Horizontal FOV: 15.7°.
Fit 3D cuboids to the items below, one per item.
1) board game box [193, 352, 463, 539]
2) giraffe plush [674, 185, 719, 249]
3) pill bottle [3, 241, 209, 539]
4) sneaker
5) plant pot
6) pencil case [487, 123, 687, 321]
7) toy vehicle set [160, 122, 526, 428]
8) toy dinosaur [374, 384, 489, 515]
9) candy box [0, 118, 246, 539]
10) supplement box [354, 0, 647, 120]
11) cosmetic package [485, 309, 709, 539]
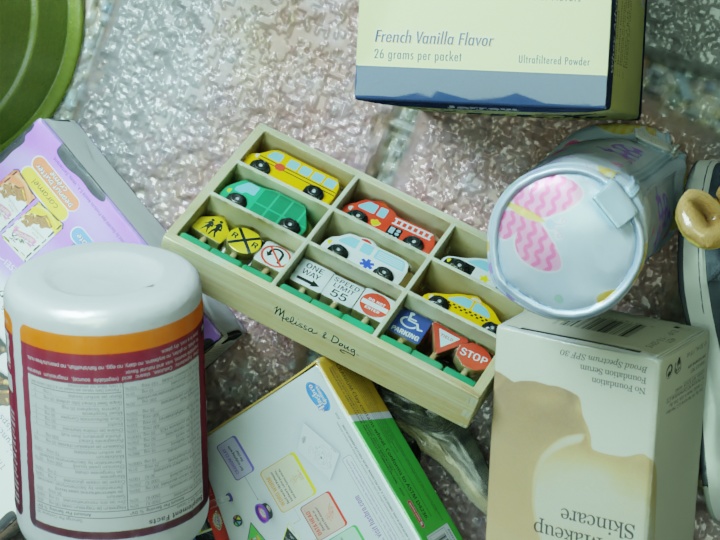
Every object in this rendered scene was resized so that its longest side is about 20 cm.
[{"bbox_3d":[-0.048,0.157,1.500,0.199,0.040,0.154,-32,85,30],"label":"board game box"},{"bbox_3d":[0.261,-0.011,1.359,0.200,0.172,0.162,-45,65,7],"label":"giraffe plush"},{"bbox_3d":[-0.138,0.095,1.443,0.109,0.110,0.201,4,112,11],"label":"pill bottle"},{"bbox_3d":[0.254,0.033,1.446,0.145,0.077,0.204,-6,98,20],"label":"sneaker"},{"bbox_3d":[-0.280,-0.150,1.494,0.199,0.190,0.202,0,93,11],"label":"plant pot"},{"bbox_3d":[0.127,-0.030,1.416,0.090,0.200,0.084,-22,94,18],"label":"pencil case"},{"bbox_3d":[0.000,0.000,1.481,0.199,0.124,0.027,26,133,9],"label":"toy vehicle set"},{"bbox_3d":[0.027,0.089,1.516,0.088,0.047,0.201,-29,89,4],"label":"toy dinosaur"},{"bbox_3d":[-0.198,0.038,1.543,0.200,0.072,0.168,-41,85,9],"label":"candy box"},{"bbox_3d":[0.084,-0.184,1.417,0.133,0.200,0.202,3,92,11],"label":"supplement box"},{"bbox_3d":[0.128,0.126,1.448,0.105,0.071,0.201,10,107,29],"label":"cosmetic package"}]
